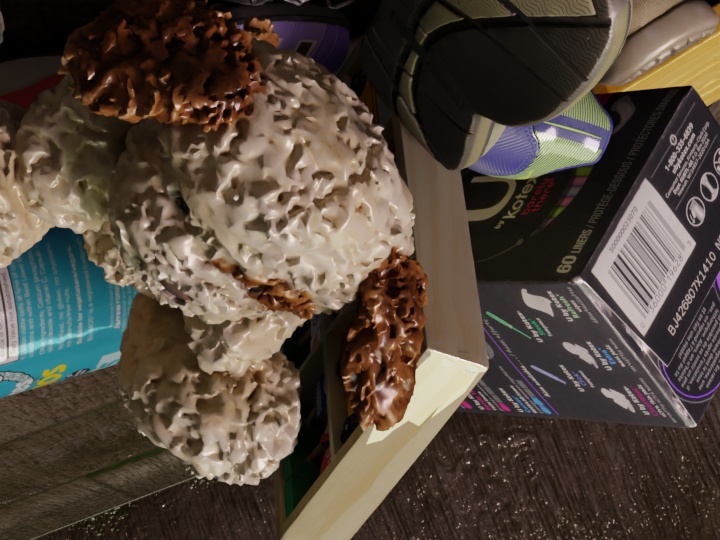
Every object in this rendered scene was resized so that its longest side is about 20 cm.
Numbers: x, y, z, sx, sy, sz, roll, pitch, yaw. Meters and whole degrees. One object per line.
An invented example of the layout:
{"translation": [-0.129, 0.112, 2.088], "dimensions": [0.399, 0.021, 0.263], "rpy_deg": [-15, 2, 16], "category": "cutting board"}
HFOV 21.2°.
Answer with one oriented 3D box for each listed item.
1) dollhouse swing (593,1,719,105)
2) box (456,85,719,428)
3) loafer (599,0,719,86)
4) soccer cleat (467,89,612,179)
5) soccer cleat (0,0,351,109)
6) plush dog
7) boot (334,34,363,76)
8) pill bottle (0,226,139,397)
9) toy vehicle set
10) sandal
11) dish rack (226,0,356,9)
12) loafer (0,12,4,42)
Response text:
{"translation": [0.269, -0.096, 1.151], "dimensions": [0.176, 0.182, 0.200], "rpy_deg": [-46, 163, 18], "category": "dollhouse swing"}
{"translation": [0.085, -0.006, 0.928], "dimensions": [0.200, 0.106, 0.122], "rpy_deg": [-1, -133, 50], "category": "box"}
{"translation": [0.111, -0.127, 0.900], "dimensions": [0.075, 0.068, 0.200], "rpy_deg": [-27, -172, -7], "category": "loafer"}
{"translation": [0.064, -0.075, 0.883], "dimensions": [0.083, 0.065, 0.200], "rpy_deg": [16, -171, -8], "category": "soccer cleat"}
{"translation": [-0.085, -0.061, 0.798], "dimensions": [0.199, 0.073, 0.068], "rpy_deg": [-17, 169, -30], "category": "soccer cleat"}
{"translation": [-0.045, -0.029, 0.685], "dimensions": [0.161, 0.200, 0.172], "rpy_deg": [-51, -156, -17], "category": "plush dog"}
{"translation": [-0.036, -0.043, 0.926], "dimensions": [0.200, 0.091, 0.073], "rpy_deg": [-25, -175, 37], "category": "boot"}
{"translation": [-0.179, 0.005, 0.857], "dimensions": [0.199, 0.111, 0.111], "rpy_deg": [-16, 169, -29], "category": "pill bottle"}
{"translation": [0.000, 0.000, 0.784], "dimensions": [0.026, 0.200, 0.124], "rpy_deg": [17, 131, -22], "category": "toy vehicle set"}
{"translation": [0.047, -0.088, 0.662], "dimensions": [0.057, 0.080, 0.201], "rpy_deg": [-34, -179, -13], "category": "sandal"}
{"translation": [0.022, -0.146, 0.627], "dimensions": [0.199, 0.055, 0.153], "rpy_deg": [-23, 169, 20], "category": "dish rack"}
{"translation": [-0.181, -0.062, 0.646], "dimensions": [0.200, 0.072, 0.063], "rpy_deg": [-20, -169, 40], "category": "loafer"}
